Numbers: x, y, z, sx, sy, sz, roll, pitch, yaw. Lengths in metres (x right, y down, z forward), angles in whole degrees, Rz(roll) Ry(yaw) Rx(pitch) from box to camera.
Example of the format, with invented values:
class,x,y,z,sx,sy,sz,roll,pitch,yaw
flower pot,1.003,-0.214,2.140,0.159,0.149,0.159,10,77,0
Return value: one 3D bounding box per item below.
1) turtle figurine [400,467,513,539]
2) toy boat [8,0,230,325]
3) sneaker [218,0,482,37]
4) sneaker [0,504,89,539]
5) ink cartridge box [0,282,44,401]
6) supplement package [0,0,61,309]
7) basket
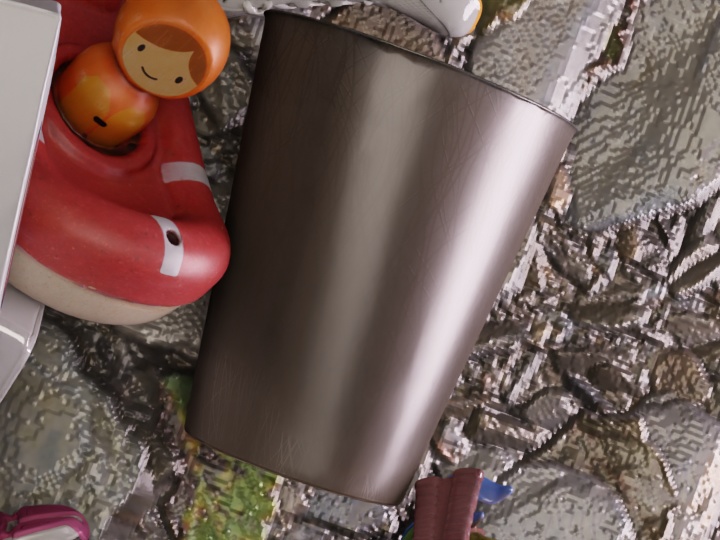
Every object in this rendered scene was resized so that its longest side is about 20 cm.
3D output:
class,x,y,z,sx,sy,sz,roll,pitch,yaw
turtle figurine,0.062,0.210,0.908,0.143,0.194,0.201,23,95,-20
toy boat,-0.108,-0.079,0.862,0.130,0.130,0.201,12,52,-44
sneaker,-0.038,-0.152,0.957,0.199,0.076,0.093,27,90,-6
sneaker,-0.205,0.185,0.903,0.199,0.074,0.088,-31,97,-9
ink cartridge box,-0.257,0.017,0.853,0.199,0.084,0.146,31,113,-14
supplement package,-0.187,-0.016,0.739,0.109,0.114,0.202,12,98,-11
basket,0.000,0.000,0.930,0.180,0.136,0.201,18,91,-43
